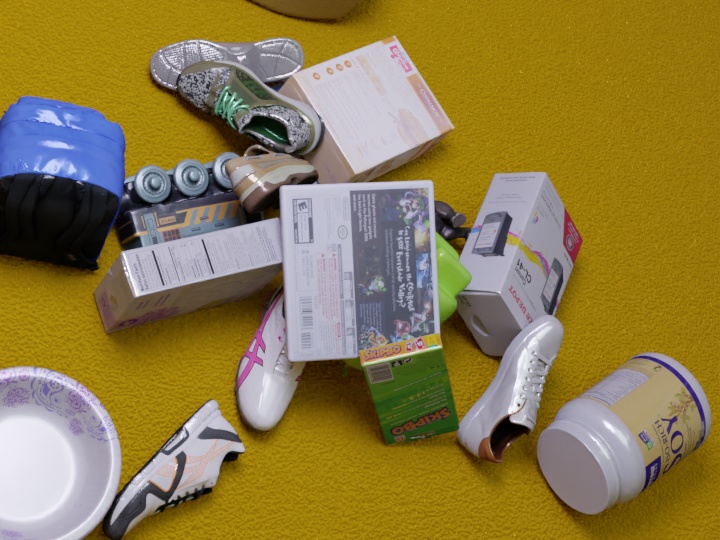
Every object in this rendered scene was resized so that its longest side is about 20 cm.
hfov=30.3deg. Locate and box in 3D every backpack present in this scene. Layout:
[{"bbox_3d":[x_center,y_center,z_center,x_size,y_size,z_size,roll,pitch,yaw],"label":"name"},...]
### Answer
[{"bbox_3d":[-0.353,-0.112,1.499,0.161,0.200,0.169,5,67,-21],"label":"backpack"}]

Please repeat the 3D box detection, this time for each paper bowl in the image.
[{"bbox_3d":[-0.362,0.212,1.419,0.199,0.104,0.203,9,66,-21],"label":"paper bowl"}]

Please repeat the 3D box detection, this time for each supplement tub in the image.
[{"bbox_3d":[0.338,0.210,1.713,0.199,0.145,0.146,-29,83,-31],"label":"supplement tub"}]

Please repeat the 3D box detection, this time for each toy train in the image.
[{"bbox_3d":[-0.209,-0.074,1.623,0.199,0.085,0.115,-13,88,-31],"label":"toy train"}]

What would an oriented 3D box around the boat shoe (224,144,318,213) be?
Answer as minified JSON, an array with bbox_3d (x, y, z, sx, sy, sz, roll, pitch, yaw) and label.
[{"bbox_3d":[-0.109,-0.121,1.611,0.072,0.200,0.076,-42,85,13],"label":"boat shoe"}]

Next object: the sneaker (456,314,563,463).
[{"bbox_3d":[0.208,0.155,1.666,0.073,0.085,0.201,32,91,-40],"label":"sneaker"}]

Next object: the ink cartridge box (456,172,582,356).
[{"bbox_3d":[0.205,-0.008,1.740,0.148,0.085,0.201,53,49,-41],"label":"ink cartridge box"}]

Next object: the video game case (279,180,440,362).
[{"bbox_3d":[0.000,0.000,1.535,0.180,0.023,0.202,-3,90,-11],"label":"video game case"}]

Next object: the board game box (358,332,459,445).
[{"bbox_3d":[0.061,0.146,1.581,0.095,0.201,0.030,-13,51,2],"label":"board game box"}]

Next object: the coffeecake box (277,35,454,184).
[{"bbox_3d":[0.004,-0.205,1.755,0.199,0.073,0.154,-28,82,-40],"label":"coffeecake box"}]

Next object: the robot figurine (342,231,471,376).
[{"bbox_3d":[0.037,0.041,1.628,0.116,0.200,0.176,40,14,-40],"label":"robot figurine"}]

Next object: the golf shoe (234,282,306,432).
[{"bbox_3d":[-0.097,0.093,1.595,0.072,0.092,0.202,21,64,-17],"label":"golf shoe"}]

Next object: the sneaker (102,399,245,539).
[{"bbox_3d":[-0.207,0.235,1.498,0.080,0.074,0.200,47,59,-3],"label":"sneaker"}]

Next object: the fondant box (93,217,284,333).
[{"bbox_3d":[-0.197,0.006,1.554,0.198,0.144,0.059,-13,77,-28],"label":"fondant box"}]

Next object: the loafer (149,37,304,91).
[{"bbox_3d":[-0.173,-0.265,1.727,0.198,0.063,0.073,-6,98,-9],"label":"loafer"}]

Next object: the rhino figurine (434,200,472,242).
[{"bbox_3d":[0.051,-0.045,1.728,0.199,0.087,0.060,-15,116,-27],"label":"rhino figurine"}]

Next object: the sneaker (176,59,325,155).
[{"bbox_3d":[-0.143,-0.200,1.649,0.199,0.077,0.089,24,23,7],"label":"sneaker"}]

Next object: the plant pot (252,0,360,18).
[{"bbox_3d":[-0.060,-0.454,1.782,0.199,0.195,0.196,30,60,-20],"label":"plant pot"}]

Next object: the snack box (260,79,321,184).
[{"bbox_3d":[-0.088,-0.159,1.740,0.071,0.024,0.201,-22,80,-29],"label":"snack box"}]
